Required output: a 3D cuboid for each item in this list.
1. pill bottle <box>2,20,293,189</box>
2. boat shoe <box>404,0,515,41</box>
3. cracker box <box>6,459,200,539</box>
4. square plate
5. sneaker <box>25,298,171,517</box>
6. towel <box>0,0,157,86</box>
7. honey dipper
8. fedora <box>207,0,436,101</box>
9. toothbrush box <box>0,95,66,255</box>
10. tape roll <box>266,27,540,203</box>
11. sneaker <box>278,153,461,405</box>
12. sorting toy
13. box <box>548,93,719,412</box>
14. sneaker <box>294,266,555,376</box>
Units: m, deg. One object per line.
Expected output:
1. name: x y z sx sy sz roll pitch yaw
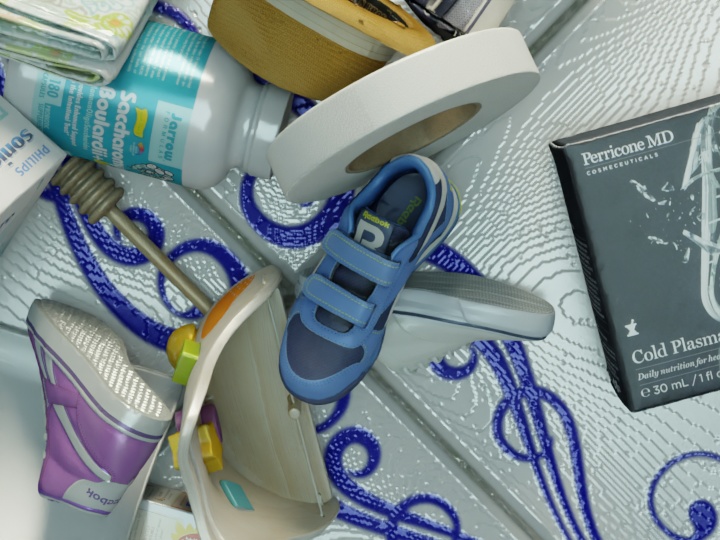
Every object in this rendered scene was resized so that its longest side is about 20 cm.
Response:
1. pill bottle: -0.152 -0.125 1.145 0.198 0.111 0.112 14 97 1
2. boat shoe: 0.098 -0.261 1.137 0.092 0.075 0.201 32 97 -8
3. cracker box: -0.190 0.232 1.216 0.198 0.058 0.135 16 96 -1
4. square plate: -0.254 0.142 1.171 0.196 0.029 0.202 16 55 0
5. sneaker: -0.216 0.103 1.144 0.072 0.200 0.115 20 105 -34
6. towel: -0.223 -0.222 1.109 0.169 0.201 0.048 18 138 -1
7. honey dipper: -0.154 -0.010 1.197 0.200 0.038 0.038 45 96 -5
8. fedora: -0.041 -0.174 1.102 0.199 0.201 0.082 30 105 -2
9. toothbrush box: -0.313 -0.016 1.106 0.085 0.147 0.200 41 130 -4
10. tape roll: 0.030 -0.107 1.096 0.201 0.203 0.037 -26 85 5
11. sneaker: 0.000 0.000 1.114 0.073 0.082 0.201 27 77 14
12. sorting toy: -0.094 0.125 1.125 0.106 0.180 0.202 -11 107 9
13. box: 0.260 -0.024 1.138 0.198 0.124 0.199 -16 94 4
14. sneaker: 0.048 0.042 1.185 0.197 0.073 0.072 6 107 10
